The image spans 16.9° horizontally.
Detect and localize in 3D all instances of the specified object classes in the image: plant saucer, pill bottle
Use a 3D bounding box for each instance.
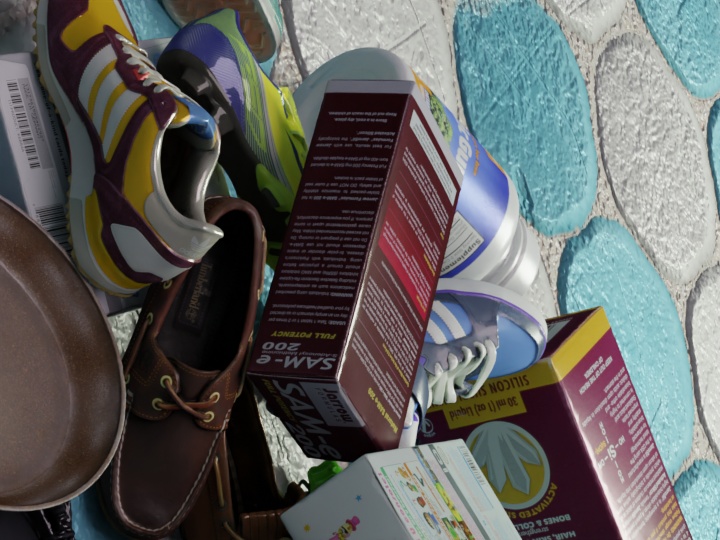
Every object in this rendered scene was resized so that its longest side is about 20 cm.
[{"bbox_3d":[-0.209,0.039,1.246,0.200,0.032,0.201,29,42,-29],"label":"plant saucer"},{"bbox_3d":[0.039,-0.051,1.650,0.200,0.112,0.113,43,43,-40],"label":"pill bottle"}]

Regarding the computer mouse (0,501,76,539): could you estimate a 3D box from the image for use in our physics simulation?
[{"bbox_3d":[-0.198,0.149,1.238,0.200,0.052,0.139,-17,92,-59],"label":"computer mouse"}]

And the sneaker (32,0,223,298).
[{"bbox_3d":[-0.121,-0.089,1.345,0.075,0.090,0.201,13,59,-54],"label":"sneaker"}]

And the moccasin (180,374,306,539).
[{"bbox_3d":[-0.061,0.146,1.433,0.074,0.077,0.203,-19,93,-61],"label":"moccasin"}]

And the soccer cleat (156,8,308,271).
[{"bbox_3d":[-0.051,-0.069,1.475,0.084,0.064,0.201,-52,122,-36],"label":"soccer cleat"}]

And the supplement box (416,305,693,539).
[{"bbox_3d":[0.132,0.144,1.697,0.103,0.130,0.201,-39,109,-55],"label":"supplement box"}]

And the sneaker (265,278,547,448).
[{"bbox_3d":[0.036,0.077,1.538,0.199,0.081,0.147,9,42,-20],"label":"sneaker"}]

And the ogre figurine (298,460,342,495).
[{"bbox_3d":[0.024,0.221,1.506,0.098,0.200,0.120,-45,137,-9],"label":"ogre figurine"}]

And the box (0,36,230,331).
[{"bbox_3d":[-0.150,-0.052,1.417,0.200,0.041,0.157,-17,92,-58],"label":"box"}]

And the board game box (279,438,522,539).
[{"bbox_3d":[0.046,0.177,1.379,0.148,0.064,0.200,58,13,12],"label":"board game box"}]

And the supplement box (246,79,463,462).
[{"bbox_3d":[0.000,0.000,1.423,0.109,0.060,0.201,59,39,-53],"label":"supplement box"}]

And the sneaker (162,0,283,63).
[{"bbox_3d":[-0.105,-0.224,1.536,0.200,0.071,0.080,54,41,-28],"label":"sneaker"}]

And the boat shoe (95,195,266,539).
[{"bbox_3d":[-0.100,0.054,1.362,0.070,0.070,0.201,14,85,-17],"label":"boat shoe"}]
